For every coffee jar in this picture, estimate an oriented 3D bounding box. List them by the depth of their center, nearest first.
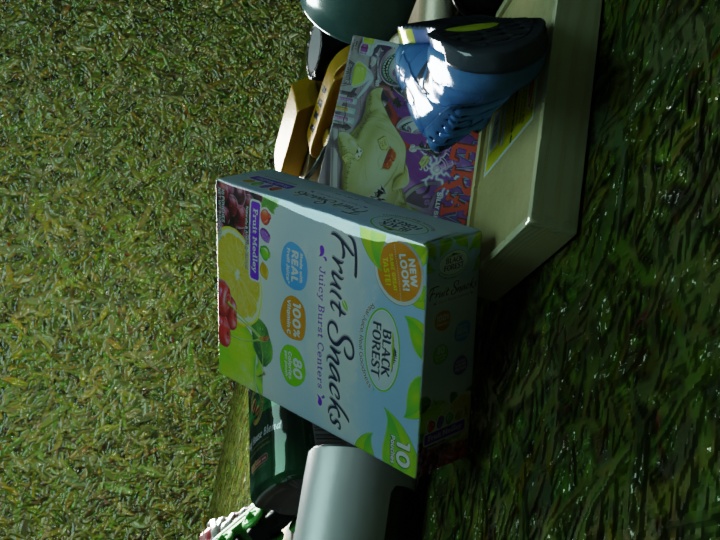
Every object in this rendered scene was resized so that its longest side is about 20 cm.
[{"bbox_3d":[-0.046,0.085,0.868,0.104,0.084,0.202,129,142,-55],"label":"coffee jar"}]

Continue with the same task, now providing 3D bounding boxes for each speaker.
[{"bbox_3d":[-0.013,0.224,0.718,0.081,0.080,0.202,124,158,-66],"label":"speaker"}]

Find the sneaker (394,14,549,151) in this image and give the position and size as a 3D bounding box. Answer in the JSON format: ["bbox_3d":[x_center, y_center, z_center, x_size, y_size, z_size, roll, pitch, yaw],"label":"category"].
[{"bbox_3d":[0.064,-0.106,0.627,0.200,0.065,0.079,-124,28,-74],"label":"sneaker"}]

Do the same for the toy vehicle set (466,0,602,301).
[{"bbox_3d":[0.100,-0.095,0.636,0.124,0.026,0.202,127,154,-69],"label":"toy vehicle set"}]

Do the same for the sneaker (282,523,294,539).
[{"bbox_3d":[-0.049,0.245,0.934,0.200,0.073,0.081,-135,61,-79],"label":"sneaker"}]

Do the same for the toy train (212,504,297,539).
[{"bbox_3d":[-0.069,0.203,0.927,0.200,0.042,0.056,-39,15,6],"label":"toy train"}]

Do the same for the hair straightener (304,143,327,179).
[{"bbox_3d":[-0.011,-0.005,0.826,0.041,0.076,0.202,126,132,-66],"label":"hair straightener"}]

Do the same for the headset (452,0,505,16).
[{"bbox_3d":[0.066,-0.230,0.728,0.200,0.093,0.125,79,176,-77],"label":"headset"}]

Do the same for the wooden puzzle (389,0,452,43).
[{"bbox_3d":[0.048,-0.113,0.859,0.200,0.046,0.187,-161,75,-83],"label":"wooden puzzle"}]

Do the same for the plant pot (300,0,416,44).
[{"bbox_3d":[0.022,-0.306,0.944,0.189,0.198,0.201,103,174,-45],"label":"plant pot"}]

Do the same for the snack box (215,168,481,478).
[{"bbox_3d":[-0.016,0.024,0.684,0.199,0.053,0.144,20,117,44],"label":"snack box"}]

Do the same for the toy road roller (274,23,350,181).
[{"bbox_3d":[-0.002,-0.133,1.048,0.147,0.122,0.201,-102,25,-44],"label":"toy road roller"}]

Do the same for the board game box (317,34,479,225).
[{"bbox_3d":[0.027,-0.053,0.752,0.032,0.119,0.202,2,-78,-74],"label":"board game box"}]

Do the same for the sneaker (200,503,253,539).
[{"bbox_3d":[-0.111,0.276,1.131,0.076,0.104,0.201,-87,15,-55],"label":"sneaker"}]
